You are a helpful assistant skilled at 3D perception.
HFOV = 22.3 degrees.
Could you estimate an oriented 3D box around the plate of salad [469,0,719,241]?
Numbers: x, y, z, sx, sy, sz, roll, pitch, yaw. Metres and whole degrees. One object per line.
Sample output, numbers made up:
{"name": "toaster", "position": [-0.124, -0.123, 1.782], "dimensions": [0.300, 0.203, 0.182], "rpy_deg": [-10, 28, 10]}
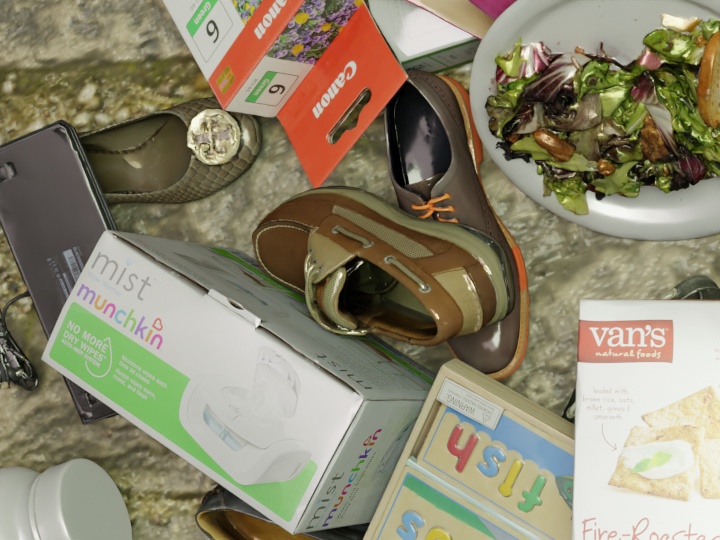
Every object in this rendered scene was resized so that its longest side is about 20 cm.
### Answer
{"name": "plate of salad", "position": [0.157, -0.084, 1.043], "dimensions": [0.199, 0.201, 0.048], "rpy_deg": [-3, 44, 23]}

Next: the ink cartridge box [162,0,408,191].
{"name": "ink cartridge box", "position": [-0.057, -0.161, 1.163], "dimensions": [0.109, 0.050, 0.201], "rpy_deg": [-49, 54, 31]}

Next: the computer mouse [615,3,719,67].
{"name": "computer mouse", "position": [0.208, -0.125, 1.056], "dimensions": [0.138, 0.053, 0.200], "rpy_deg": [38, 135, -20]}

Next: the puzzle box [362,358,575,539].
{"name": "puzzle box", "position": [0.108, 0.156, 1.058], "dimensions": [0.199, 0.025, 0.134], "rpy_deg": [29, 109, 18]}

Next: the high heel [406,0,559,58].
{"name": "high heel", "position": [0.023, -0.162, 1.075], "dimensions": [0.198, 0.067, 0.097], "rpy_deg": [-2, 78, -3]}

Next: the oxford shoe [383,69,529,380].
{"name": "oxford shoe", "position": [0.050, -0.027, 1.134], "dimensions": [0.071, 0.072, 0.201], "rpy_deg": [-21, 79, 21]}

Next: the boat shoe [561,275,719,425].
{"name": "boat shoe", "position": [0.158, 0.090, 1.091], "dimensions": [0.200, 0.070, 0.064], "rpy_deg": [-51, 37, 22]}

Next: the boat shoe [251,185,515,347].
{"name": "boat shoe", "position": [0.000, 0.000, 1.103], "dimensions": [0.199, 0.074, 0.076], "rpy_deg": [11, 125, 45]}

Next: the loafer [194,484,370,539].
{"name": "loafer", "position": [-0.017, 0.192, 1.144], "dimensions": [0.199, 0.072, 0.073], "rpy_deg": [28, 121, 26]}

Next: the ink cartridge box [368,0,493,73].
{"name": "ink cartridge box", "position": [0.100, -0.198, 1.128], "dimensions": [0.199, 0.059, 0.105], "rpy_deg": [-15, 81, 22]}

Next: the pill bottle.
{"name": "pill bottle", "position": [-0.258, 0.198, 1.239], "dimensions": [0.199, 0.109, 0.109], "rpy_deg": [-23, 79, 20]}

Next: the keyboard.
{"name": "keyboard", "position": [-0.212, 0.010, 1.249], "dimensions": [0.126, 0.021, 0.201], "rpy_deg": [-20, 95, 16]}

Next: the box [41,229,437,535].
{"name": "box", "position": [-0.059, 0.065, 1.121], "dimensions": [0.199, 0.176, 0.097], "rpy_deg": [32, 100, 21]}

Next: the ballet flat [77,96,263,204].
{"name": "ballet flat", "position": [-0.160, -0.077, 1.243], "dimensions": [0.199, 0.046, 0.068], "rpy_deg": [-7, 83, 24]}

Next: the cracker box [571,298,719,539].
{"name": "cracker box", "position": [0.182, 0.117, 0.980], "dimensions": [0.133, 0.058, 0.202], "rpy_deg": [0, 80, 14]}
